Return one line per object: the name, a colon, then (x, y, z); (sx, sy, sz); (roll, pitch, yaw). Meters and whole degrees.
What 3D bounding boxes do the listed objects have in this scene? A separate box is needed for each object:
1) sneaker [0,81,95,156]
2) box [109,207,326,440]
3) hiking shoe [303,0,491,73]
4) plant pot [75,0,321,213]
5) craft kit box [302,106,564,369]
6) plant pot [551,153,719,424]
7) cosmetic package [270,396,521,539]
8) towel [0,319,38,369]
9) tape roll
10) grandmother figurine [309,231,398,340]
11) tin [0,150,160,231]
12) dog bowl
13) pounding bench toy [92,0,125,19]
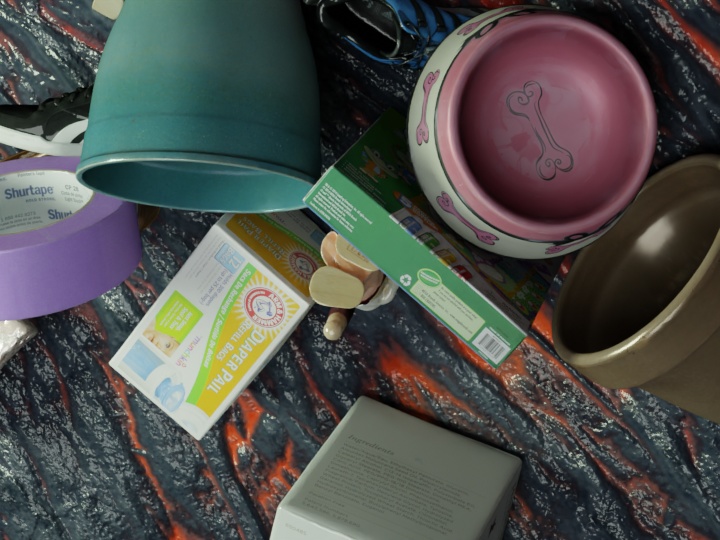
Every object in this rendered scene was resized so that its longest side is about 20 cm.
sneaker: (-0.221, -0.156, 1.705); (0.198, 0.073, 0.113); (7, 105, -5)
box: (-0.116, 0.035, 1.755); (0.112, 0.101, 0.200); (39, 124, 0)
hiking shoe: (0.054, -0.178, 1.579); (0.199, 0.087, 0.075); (24, 123, 10)
plant pot: (-0.122, -0.158, 1.589); (0.199, 0.200, 0.190); (0, 81, 23)
craft kit box: (0.064, -0.031, 1.584); (0.200, 0.198, 0.049); (41, 110, -2)
plant pot: (0.276, 0.039, 1.552); (0.174, 0.201, 0.200); (39, 126, -20)
cosmetic package: (0.023, 0.249, 1.738); (0.164, 0.200, 0.166); (21, 122, 13)
towel: (-0.430, 0.053, 1.888); (0.200, 0.032, 0.191); (-44, 81, 13)
tape roll: (-0.289, -0.030, 1.694); (0.199, 0.200, 0.066); (3, 118, 22)
grandmother figurine: (0.000, 0.000, 1.648); (0.060, 0.200, 0.121); (40, 88, 6)
tin: (-0.271, -0.062, 1.812); (0.199, 0.042, 0.112); (-20, 111, 30)
dog bowl: (0.139, -0.109, 1.518); (0.198, 0.074, 0.202); (0, 88, -11)
pounding bench toy: (-0.264, -0.311, 1.625); (0.155, 0.124, 0.201); (8, 119, 20)
